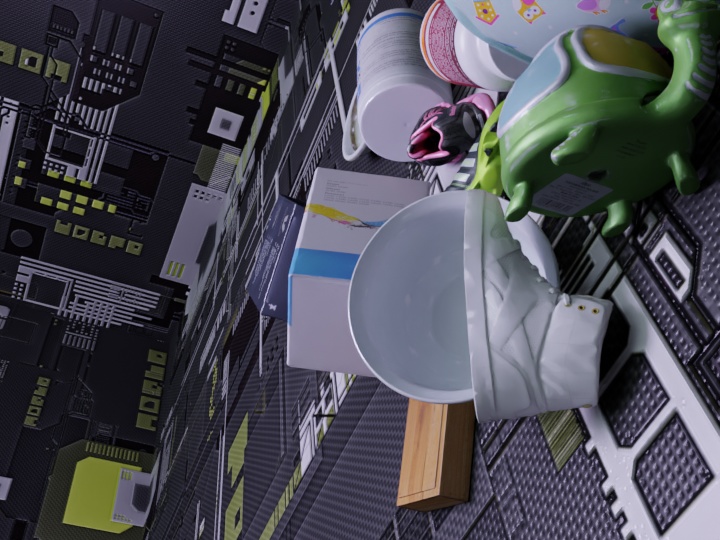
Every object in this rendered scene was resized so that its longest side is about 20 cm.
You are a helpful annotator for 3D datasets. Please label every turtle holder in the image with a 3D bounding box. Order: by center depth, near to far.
[{"bbox_3d":[0.176,-0.121,0.634,0.186,0.140,0.132,90,179,-64],"label":"turtle holder"}]

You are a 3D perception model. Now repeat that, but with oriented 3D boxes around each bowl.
[{"bbox_3d":[0.095,0.034,0.793,0.201,0.090,0.202,-9,66,22],"label":"bowl"}]

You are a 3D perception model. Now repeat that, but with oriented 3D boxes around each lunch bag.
[{"bbox_3d":[0.172,-0.252,0.685,0.170,0.200,0.122,-36,32,65],"label":"lunch bag"}]

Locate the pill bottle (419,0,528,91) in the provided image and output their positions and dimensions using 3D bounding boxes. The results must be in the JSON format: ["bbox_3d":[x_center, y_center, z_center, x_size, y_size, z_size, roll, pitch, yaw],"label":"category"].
[{"bbox_3d":[0.145,-0.258,0.942,0.200,0.113,0.113,-128,56,-70],"label":"pill bottle"}]

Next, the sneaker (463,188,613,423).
[{"bbox_3d":[0.143,0.021,0.690,0.074,0.115,0.201,58,-153,-64],"label":"sneaker"}]

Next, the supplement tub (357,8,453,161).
[{"bbox_3d":[0.060,-0.262,1.184,0.200,0.132,0.132,-89,23,-45],"label":"supplement tub"}]

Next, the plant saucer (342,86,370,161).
[{"bbox_3d":[0.028,-0.275,1.433,0.200,0.050,0.201,-164,90,-73],"label":"plant saucer"}]

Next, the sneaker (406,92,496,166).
[{"bbox_3d":[0.089,-0.160,1.028,0.079,0.095,0.200,66,163,-4],"label":"sneaker"}]

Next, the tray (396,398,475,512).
[{"bbox_3d":[0.083,0.144,0.891,0.099,0.037,0.201,137,146,-59],"label":"tray"}]

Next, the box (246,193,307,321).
[{"bbox_3d":[-0.110,-0.020,1.515,0.200,0.117,0.197,-143,71,-73],"label":"box"}]

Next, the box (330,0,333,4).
[{"bbox_3d":[-0.017,-0.745,2.051,0.200,0.032,0.121,132,150,-52],"label":"box"}]

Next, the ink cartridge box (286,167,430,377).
[{"bbox_3d":[0.000,0.000,1.000,0.200,0.146,0.147,-82,-2,-48],"label":"ink cartridge box"}]

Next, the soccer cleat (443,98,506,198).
[{"bbox_3d":[0.136,-0.101,0.928,0.200,0.067,0.081,-63,-2,39],"label":"soccer cleat"}]
